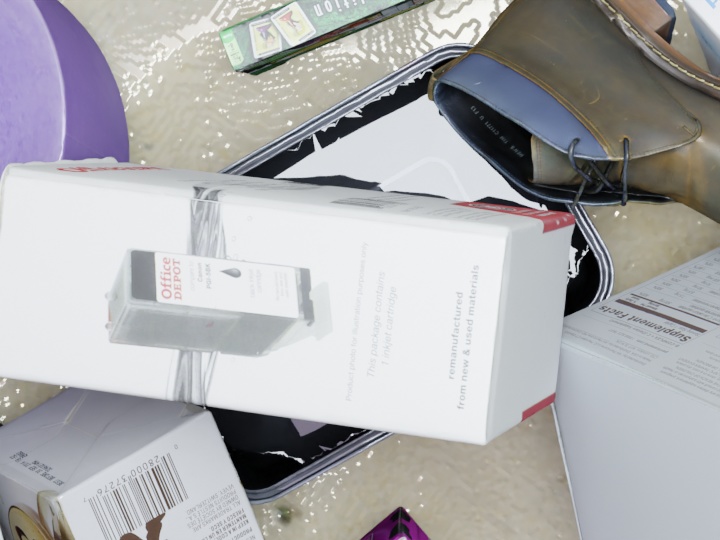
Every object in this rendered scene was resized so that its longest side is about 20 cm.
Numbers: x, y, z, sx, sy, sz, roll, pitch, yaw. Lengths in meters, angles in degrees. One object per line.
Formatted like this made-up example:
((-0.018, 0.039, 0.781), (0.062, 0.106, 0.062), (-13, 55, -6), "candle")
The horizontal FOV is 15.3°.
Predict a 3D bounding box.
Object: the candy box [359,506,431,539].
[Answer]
((0.061, 0.202, 1.172), (0.061, 0.136, 0.200), (-41, 89, 1), "candy box")

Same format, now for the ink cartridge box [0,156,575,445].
((-0.028, 0.008, 1.057), (0.199, 0.147, 0.083), (7, 95, 14), "ink cartridge box")

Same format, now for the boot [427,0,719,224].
((0.116, -0.039, 1.092), (0.097, 0.075, 0.200), (-32, 60, -16), "boot")

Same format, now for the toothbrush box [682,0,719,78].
((0.235, -0.051, 1.126), (0.086, 0.146, 0.200), (-39, 75, 4), "toothbrush box")

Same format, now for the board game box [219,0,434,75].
((0.037, -0.132, 1.178), (0.199, 0.105, 0.024), (-22, 94, 4), "board game box")

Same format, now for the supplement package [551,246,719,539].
((0.175, 0.112, 1.113), (0.111, 0.156, 0.201), (-23, 112, -23), "supplement package")

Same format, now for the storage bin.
((0.000, 0.000, 1.190), (0.200, 0.094, 0.135), (-29, 90, 3), "storage bin")

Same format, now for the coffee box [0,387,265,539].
((-0.081, 0.154, 1.155), (0.080, 0.113, 0.200), (-29, 110, -22), "coffee box")

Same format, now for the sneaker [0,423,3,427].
((-0.206, 0.156, 1.200), (0.111, 0.077, 0.201), (12, 87, 30), "sneaker")

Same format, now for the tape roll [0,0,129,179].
((-0.208, -0.050, 1.177), (0.199, 0.085, 0.201), (-3, 79, 14), "tape roll")

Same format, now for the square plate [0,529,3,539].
((-0.238, 0.165, 1.148), (0.199, 0.028, 0.199), (-14, 121, -2), "square plate")
